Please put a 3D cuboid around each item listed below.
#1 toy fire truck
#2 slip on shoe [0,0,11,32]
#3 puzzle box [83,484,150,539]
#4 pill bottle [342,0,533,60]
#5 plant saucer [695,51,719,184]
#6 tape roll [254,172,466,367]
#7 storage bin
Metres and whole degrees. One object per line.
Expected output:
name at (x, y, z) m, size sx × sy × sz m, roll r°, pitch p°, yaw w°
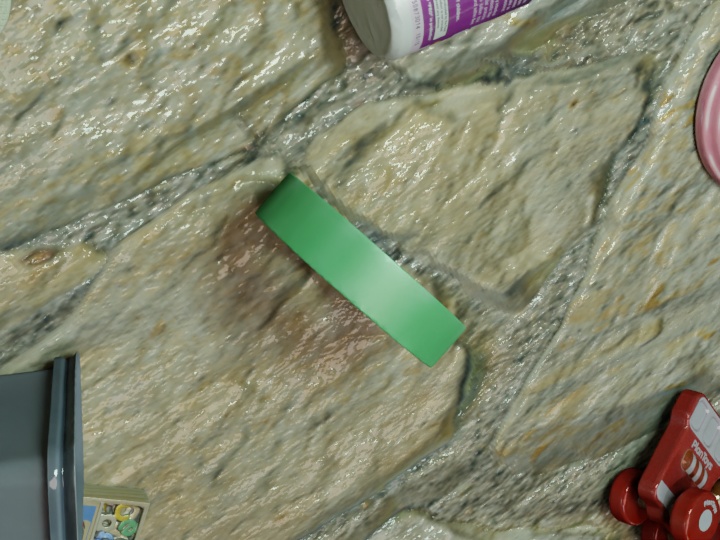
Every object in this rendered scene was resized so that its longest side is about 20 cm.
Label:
toy fire truck at (0.400, 0.257, 1.269) m, size 0.200 × 0.112 × 0.168 m, roll 46°, pitch 70°, yaw -33°
slip on shoe at (-0.311, -0.249, 0.755) m, size 0.074 × 0.061 × 0.200 m, roll -50°, pitch 138°, yaw -27°
puzzle box at (-0.306, 0.255, 0.982) m, size 0.200 × 0.025 × 0.133 m, roll 11°, pitch 106°, yaw -28°
pill bottle at (0.088, -0.261, 0.898) m, size 0.200 × 0.112 × 0.112 m, roll -25°, pitch 119°, yaw -13°
plant saucer at (0.450, -0.172, 1.138) m, size 0.200 × 0.051 × 0.201 m, roll -10°, pitch 115°, yaw -22°
tape roll at (0.000, 0.000, 0.914) m, size 0.048 × 0.200 × 0.200 m, roll -48°, pitch 122°, yaw 0°
storage bin at (-0.292, 0.165, 0.862) m, size 0.134 × 0.200 × 0.146 m, roll -1°, pitch 112°, yaw -12°
